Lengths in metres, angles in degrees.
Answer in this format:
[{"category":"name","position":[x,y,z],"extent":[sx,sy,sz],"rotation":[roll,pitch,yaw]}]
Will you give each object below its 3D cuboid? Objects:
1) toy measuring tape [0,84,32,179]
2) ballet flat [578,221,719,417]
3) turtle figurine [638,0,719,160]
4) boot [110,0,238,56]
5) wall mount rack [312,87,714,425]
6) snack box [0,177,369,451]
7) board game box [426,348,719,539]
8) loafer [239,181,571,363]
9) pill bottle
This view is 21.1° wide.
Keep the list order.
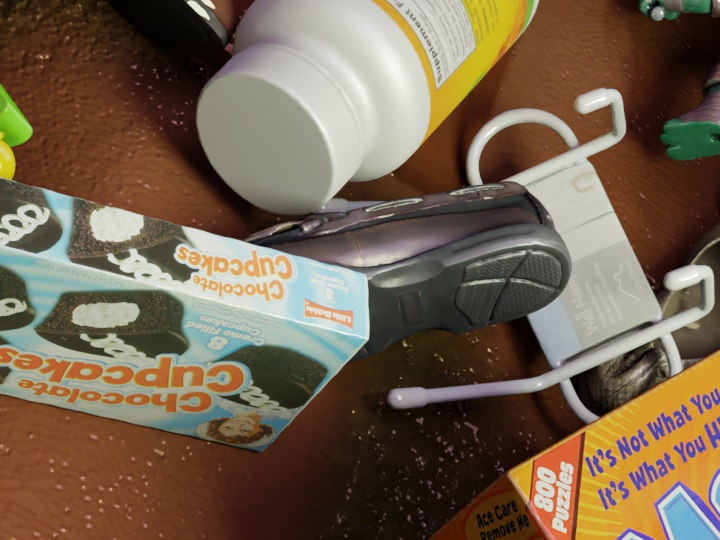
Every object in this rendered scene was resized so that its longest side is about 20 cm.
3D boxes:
[{"category":"toy measuring tape","position":[-0.220,-0.101,0.897],"extent":[0.073,0.074,0.200],"rotation":[-15,53,-36]},{"category":"ballet flat","position":[0.190,0.021,1.063],"extent":[0.199,0.046,0.068],"rotation":[-33,81,-40]},{"category":"turtle figurine","position":[0.241,-0.137,1.166],"extent":[0.149,0.101,0.201],"rotation":[27,57,-13]},{"category":"boot","position":[-0.075,-0.229,1.021],"extent":[0.200,0.069,0.188],"rotation":[-40,72,-21]},{"category":"wall mount rack","position":[0.079,-0.004,0.995],"extent":[0.172,0.075,0.201],"rotation":[-24,62,1]},{"category":"snack box","position":[-0.109,0.021,0.841],"extent":[0.198,0.116,0.037],"rotation":[14,55,-22]},{"category":"board game box","position":[0.135,0.173,0.832],"extent":[0.199,0.200,0.201],"rotation":[-24,74,-38]},{"category":"loafer","position":[0.000,0.000,0.934],"extent":[0.198,0.072,0.063],"rotation":[-9,46,-8]},{"category":"pill bottle","position":[0.003,-0.116,0.997],"extent":[0.111,0.111,0.200],"rotation":[42,49,0]}]
